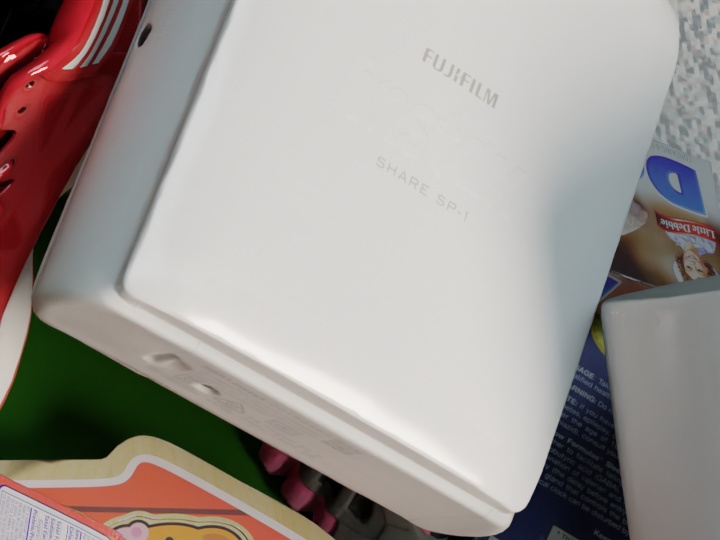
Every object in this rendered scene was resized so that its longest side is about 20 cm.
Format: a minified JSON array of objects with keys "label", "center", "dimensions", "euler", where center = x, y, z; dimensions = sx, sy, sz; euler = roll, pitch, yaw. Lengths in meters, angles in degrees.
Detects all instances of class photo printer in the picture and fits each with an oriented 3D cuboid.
[{"label":"photo printer","center":[0.008,-0.043,0.842],"dimensions":[0.166,0.069,0.200],"euler":[32,68,-28]}]

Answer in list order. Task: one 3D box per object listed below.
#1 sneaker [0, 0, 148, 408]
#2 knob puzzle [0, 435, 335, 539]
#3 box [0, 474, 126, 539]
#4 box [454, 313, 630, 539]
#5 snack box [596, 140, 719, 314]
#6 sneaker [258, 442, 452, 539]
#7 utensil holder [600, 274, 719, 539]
[{"label":"sneaker","center":[-0.129,-0.023,0.824],"dimensions":[0.078,0.116,0.200],"euler":[22,80,11]},{"label":"knob puzzle","center":[-0.062,0.139,0.843],"dimensions":[0.219,0.030,0.220],"euler":[4,64,-9]},{"label":"box","center":[-0.143,0.151,0.751],"dimensions":[0.103,0.095,0.200],"euler":[32,60,-47]},{"label":"box","center":[0.087,0.113,0.937],"dimensions":[0.121,0.032,0.200],"euler":[32,59,-5]},{"label":"snack box","center":[0.039,-0.034,0.937],"dimensions":[0.200,0.024,0.072],"euler":[19,45,-30]},{"label":"sneaker","center":[0.000,0.000,0.940],"dimensions":[0.095,0.079,0.200],"euler":[-9,70,-38]},{"label":"utensil holder","center":[0.163,0.095,0.836],"dimensions":[0.170,0.170,0.200],"euler":[-10,92,-26]}]
